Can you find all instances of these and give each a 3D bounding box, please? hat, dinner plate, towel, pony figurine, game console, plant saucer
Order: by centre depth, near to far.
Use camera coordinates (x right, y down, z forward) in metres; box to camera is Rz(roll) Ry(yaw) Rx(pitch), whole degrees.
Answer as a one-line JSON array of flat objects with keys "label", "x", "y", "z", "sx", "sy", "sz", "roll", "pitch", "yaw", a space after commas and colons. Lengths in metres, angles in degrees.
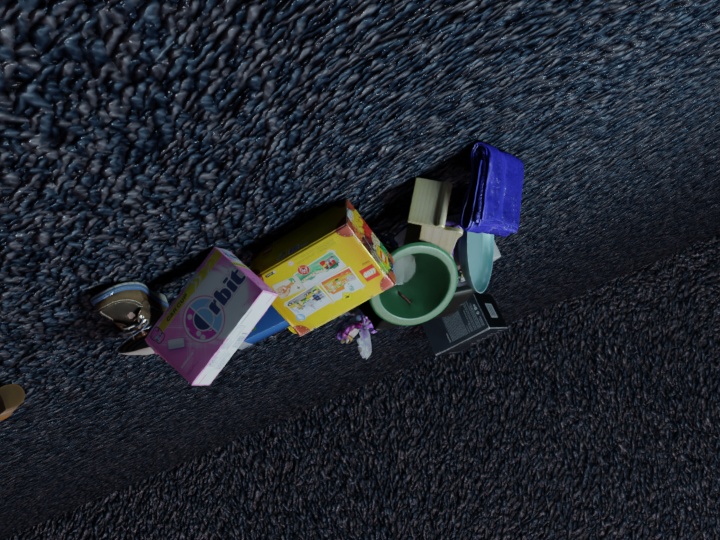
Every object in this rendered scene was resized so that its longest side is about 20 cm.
[{"label": "towel", "x": 0.235, "y": -0.133, "z": 1.547, "sx": 0.049, "sy": 0.149, "sz": 0.200, "roll": 12, "pitch": -176, "yaw": 27}, {"label": "dinner plate", "x": -0.332, "y": 0.112, "z": 1.593, "sx": 0.198, "sy": 0.024, "sz": 0.200, "roll": -20, "pitch": -170, "yaw": 4}, {"label": "hat", "x": 0.058, "y": -0.015, "z": 1.660, "sx": 0.199, "sy": 0.176, "sz": 0.167, "roll": 22, "pitch": 108, "yaw": -30}, {"label": "plant saucer", "x": 0.220, "y": -0.058, "z": 1.725, "sx": 0.027, "sy": 0.202, "sz": 0.200, "roll": 0, "pitch": 175, "yaw": 22}, {"label": "game console", "x": 0.106, "y": 0.047, "z": 1.871, "sx": 0.198, "sy": 0.117, "sz": 0.176, "roll": -11, "pitch": 157, "yaw": -26}, {"label": "pony figurine", "x": 0.008, "y": 0.105, "z": 2.068, "sx": 0.200, "sy": 0.167, "sz": 0.193, "roll": -42, "pitch": 170, "yaw": 9}]

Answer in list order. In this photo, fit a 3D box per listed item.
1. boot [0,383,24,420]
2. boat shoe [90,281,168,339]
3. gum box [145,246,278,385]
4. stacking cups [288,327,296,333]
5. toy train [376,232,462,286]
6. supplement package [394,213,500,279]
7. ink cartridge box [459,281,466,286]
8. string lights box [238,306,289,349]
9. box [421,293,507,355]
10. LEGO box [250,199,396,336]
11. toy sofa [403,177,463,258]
[{"label": "boot", "x": -0.711, "y": 0.256, "z": 1.590, "sx": 0.155, "sy": 0.077, "sz": 0.199, "roll": -30, "pitch": 172, "yaw": 39}, {"label": "boat shoe", "x": -0.357, "y": 0.069, "z": 1.449, "sx": 0.072, "sy": 0.073, "sz": 0.200, "roll": -27, "pitch": 166, "yaw": 13}, {"label": "gum box", "x": -0.240, "y": 0.078, "z": 1.436, "sx": 0.201, "sy": 0.113, "sz": 0.066, "roll": -52, "pitch": 162, "yaw": 5}, {"label": "stacking cups", "x": -0.077, "y": 0.060, "z": 1.918, "sx": 0.199, "sy": 0.061, "sz": 0.060, "roll": -35, "pitch": 163, "yaw": 23}, {"label": "toy train", "x": 0.101, "y": -0.025, "z": 1.697, "sx": 0.046, "sy": 0.199, "sz": 0.034, "roll": -66, "pitch": 162, "yaw": 2}, {"label": "supplement package", "x": 0.167, "y": -0.039, "z": 1.829, "sx": 0.199, "sy": 0.110, "sz": 0.114, "roll": -12, "pitch": 162, "yaw": -39}, {"label": "ink cartridge box", "x": 0.236, "y": 0.028, "z": 2.332, "sx": 0.099, "sy": 0.039, "sz": 0.200, "roll": -22, "pitch": 166, "yaw": -10}, {"label": "string lights box", "x": -0.160, "y": 0.057, "z": 1.661, "sx": 0.199, "sy": 0.104, "sz": 0.059, "roll": -25, "pitch": 165, "yaw": 8}, {"label": "box", "x": 0.325, "y": 0.170, "z": 2.811, "sx": 0.196, "sy": 0.125, "sz": 0.200, "roll": -31, "pitch": 165, "yaw": 20}, {"label": "LEGO box", "x": -0.063, "y": -0.001, "z": 1.504, "sx": 0.199, "sy": 0.077, "sz": 0.149, "roll": -28, "pitch": 122, "yaw": 17}, {"label": "toy sofa", "x": 0.131, "y": -0.086, "z": 1.587, "sx": 0.097, "sy": 0.084, "sz": 0.200, "roll": 11, "pitch": 165, "yaw": 4}]
